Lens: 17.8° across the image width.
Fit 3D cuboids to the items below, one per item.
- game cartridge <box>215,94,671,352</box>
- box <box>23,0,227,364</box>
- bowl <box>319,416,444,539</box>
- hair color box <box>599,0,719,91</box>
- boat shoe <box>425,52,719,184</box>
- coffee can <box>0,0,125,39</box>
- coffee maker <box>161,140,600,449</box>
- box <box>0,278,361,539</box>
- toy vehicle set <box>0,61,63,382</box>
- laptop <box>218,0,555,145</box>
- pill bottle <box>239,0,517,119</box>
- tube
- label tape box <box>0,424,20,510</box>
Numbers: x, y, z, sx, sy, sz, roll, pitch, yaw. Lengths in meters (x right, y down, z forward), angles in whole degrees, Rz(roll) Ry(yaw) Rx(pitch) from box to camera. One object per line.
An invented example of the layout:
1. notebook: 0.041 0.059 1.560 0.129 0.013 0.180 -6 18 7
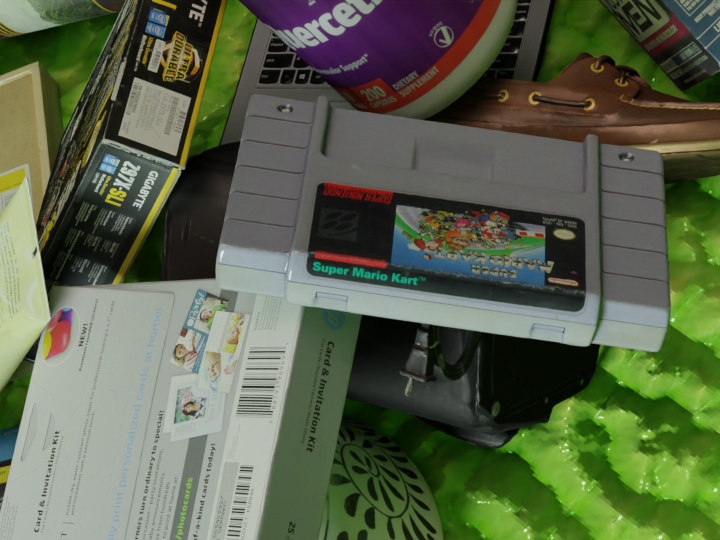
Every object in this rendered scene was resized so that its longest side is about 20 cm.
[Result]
1. game cartridge: 0.040 -0.024 1.033 0.198 0.039 0.130 8 33 -1
2. box: -0.131 -0.063 1.234 0.049 0.200 0.161 19 50 -13
3. bowl: -0.066 0.142 1.149 0.199 0.094 0.202 -11 57 18
4. hair color box: 0.131 -0.190 1.199 0.060 0.100 0.200 -42 90 -5
5. boat shoe: 0.123 -0.081 1.201 0.198 0.072 0.068 0 84 20
6. coffee can: -0.211 -0.216 1.393 0.198 0.147 0.148 -10 57 17
7. coffee maker: 0.000 0.000 1.146 0.198 0.192 0.136 10 81 29
8. box: -0.091 0.083 1.081 0.199 0.041 0.157 -3 70 46
9. toy vehicle set: -0.231 -0.020 1.358 0.123 0.027 0.201 -19 55 12
10. laptop: 0.004 -0.168 1.291 0.186 0.116 0.202 2 62 25
11. pill bottle: -0.018 -0.172 1.176 0.112 0.200 0.113 -34 33 26
12. tube: -0.195 0.033 1.199 0.058 0.200 0.052 41 54 0
13. label tape box: -0.232 0.172 1.209 0.142 0.067 0.200 -16 26 14
